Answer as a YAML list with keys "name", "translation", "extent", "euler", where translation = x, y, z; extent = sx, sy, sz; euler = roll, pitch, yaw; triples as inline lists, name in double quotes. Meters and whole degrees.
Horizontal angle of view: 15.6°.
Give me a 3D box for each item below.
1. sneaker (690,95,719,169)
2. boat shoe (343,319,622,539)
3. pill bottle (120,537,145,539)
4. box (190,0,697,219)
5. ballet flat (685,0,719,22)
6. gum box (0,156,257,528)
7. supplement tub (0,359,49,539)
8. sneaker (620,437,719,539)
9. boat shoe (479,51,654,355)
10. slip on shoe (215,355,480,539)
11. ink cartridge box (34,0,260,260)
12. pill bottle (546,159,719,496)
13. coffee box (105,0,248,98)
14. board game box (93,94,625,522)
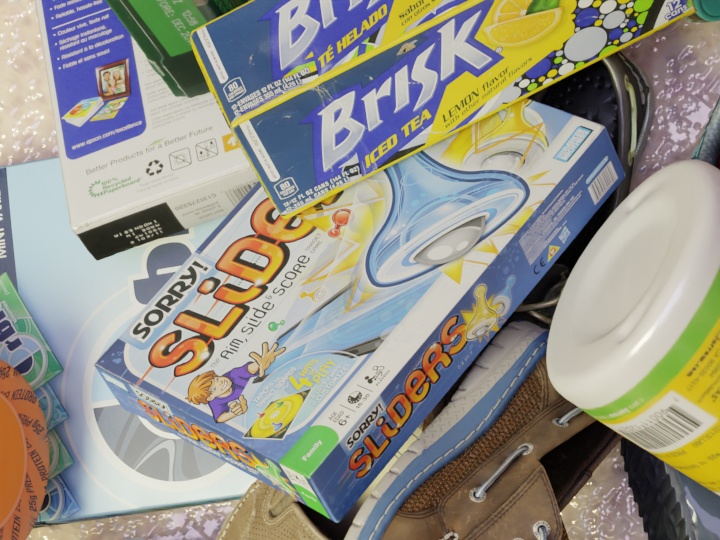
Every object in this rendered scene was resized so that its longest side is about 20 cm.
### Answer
- name: "sneaker"
  translation: [0.204, -0.086, 1.130]
  extent: [0.079, 0.096, 0.201]
  euler: [29, 93, 15]
- name: "boat shoe"
  translation: [0.050, 0.102, 1.070]
  extent: [0.072, 0.072, 0.200]
  euler: [22, 57, 21]
- name: "pill bottle"
  translation: [-0.114, 0.225, 1.168]
  extent: [0.111, 0.111, 0.201]
  euler: [-13, 87, 13]
- name: "box"
  translation: [0.034, -0.105, 1.111]
  extent: [0.199, 0.070, 0.064]
  euler: [-27, 49, 1]
- name: "ballet flat"
  translation: [0.194, -0.200, 1.168]
  extent: [0.074, 0.074, 0.200]
  euler: [42, 94, 15]
- name: "gum box"
  translation: [-0.084, 0.024, 1.223]
  extent: [0.199, 0.045, 0.171]
  euler: [-9, 83, 15]
- name: "supplement tub"
  translation: [-0.246, 0.083, 1.195]
  extent: [0.199, 0.122, 0.123]
  euler: [2, 85, 34]
- name: "sneaker"
  translation: [0.180, 0.130, 1.141]
  extent: [0.082, 0.070, 0.201]
  euler: [-22, 76, -12]
- name: "boat shoe"
  translation: [0.080, -0.005, 1.173]
  extent: [0.072, 0.060, 0.203]
  euler: [16, 89, 14]
- name: "slip on shoe"
  translation: [-0.014, 0.111, 1.149]
  extent: [0.076, 0.061, 0.200]
  euler: [36, 109, 0]
- name: "ink cartridge box"
  translation: [-0.099, -0.106, 1.221]
  extent: [0.094, 0.037, 0.201]
  euler: [-19, 58, 9]
- name: "pill bottle"
  translation: [0.185, 0.051, 1.081]
  extent: [0.200, 0.111, 0.111]
  euler: [32, 94, -17]
- name: "coffee box"
  translation: [-0.093, -0.193, 1.175]
  extent: [0.044, 0.123, 0.201]
  euler: [-15, 57, 13]
- name: "board game box"
  translation: [0.000, 0.000, 1.114]
  extent: [0.135, 0.035, 0.200]
  euler: [23, 64, 40]
